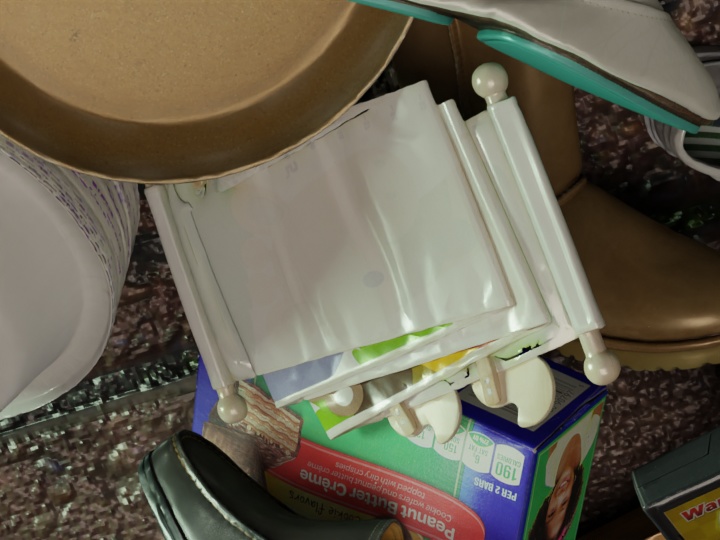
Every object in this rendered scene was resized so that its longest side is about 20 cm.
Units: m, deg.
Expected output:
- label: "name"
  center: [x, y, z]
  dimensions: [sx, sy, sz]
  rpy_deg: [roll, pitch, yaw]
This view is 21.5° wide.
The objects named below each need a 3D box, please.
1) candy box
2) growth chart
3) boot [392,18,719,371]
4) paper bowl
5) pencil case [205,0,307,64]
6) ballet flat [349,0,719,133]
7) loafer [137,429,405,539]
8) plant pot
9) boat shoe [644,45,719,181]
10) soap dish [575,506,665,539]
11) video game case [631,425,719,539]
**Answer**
- label: "candy box"
  center: [0.006, 0.118, 0.840]
  dimensions: [0.169, 0.077, 0.201]
  rpy_deg: [22, 121, 27]
- label: "growth chart"
  center: [0.000, 0.000, 0.747]
  dimensions: [0.199, 0.018, 0.145]
  rpy_deg: [-11, 96, 34]
- label: "boot"
  center: [0.077, -0.066, 0.759]
  dimensions: [0.175, 0.066, 0.201]
  rpy_deg: [10, 123, 33]
- label: "paper bowl"
  center: [-0.196, -0.007, 0.770]
  dimensions: [0.200, 0.105, 0.201]
  rpy_deg: [5, 140, 4]
- label: "pencil case"
  center: [-0.113, -0.134, 0.749]
  dimensions: [0.199, 0.085, 0.093]
  rpy_deg: [14, 115, -7]
- label: "ballet flat"
  center: [0.047, -0.108, 0.670]
  dimensions: [0.199, 0.070, 0.070]
  rpy_deg: [18, 116, -13]
- label: "loafer"
  center: [-0.006, 0.127, 0.768]
  dimensions: [0.200, 0.073, 0.072]
  rpy_deg: [41, 104, 16]
- label: "plant pot"
  center: [-0.071, -0.130, 0.685]
  dimensions: [0.199, 0.028, 0.201]
  rpy_deg: [-4, 112, -11]
- label: "boat shoe"
  center: [0.219, -0.050, 0.797]
  dimensions: [0.199, 0.067, 0.074]
  rpy_deg: [1, 117, 0]
- label: "soap dish"
  center: [0.168, 0.197, 0.916]
  dimensions: [0.157, 0.081, 0.200]
  rpy_deg: [-30, 113, 15]
- label: "video game case"
  center: [0.235, 0.091, 0.773]
  dimensions: [0.199, 0.026, 0.181]
  rpy_deg: [-28, 133, 14]
